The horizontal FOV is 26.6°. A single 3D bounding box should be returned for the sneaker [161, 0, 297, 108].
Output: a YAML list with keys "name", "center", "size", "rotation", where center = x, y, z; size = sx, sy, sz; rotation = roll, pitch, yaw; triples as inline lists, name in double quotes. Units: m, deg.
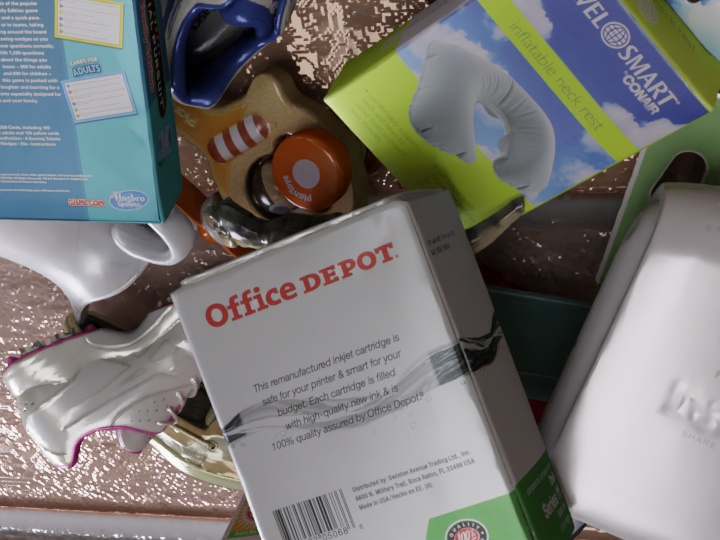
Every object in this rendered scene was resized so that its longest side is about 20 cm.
- name: "sneaker"
  center: [-0.047, -0.171, 0.831]
  size: [0.075, 0.088, 0.200]
  rotation: [18, 128, -28]

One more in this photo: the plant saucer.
- name: "plant saucer"
  center: [0.088, 0.040, 0.919]
  size: [0.198, 0.070, 0.019]
  rotation: [9, 152, -2]

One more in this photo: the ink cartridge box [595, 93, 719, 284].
- name: "ink cartridge box"
  center: [0.251, -0.029, 0.872]
  size: [0.199, 0.048, 0.146]
  rotation: [18, 125, 7]

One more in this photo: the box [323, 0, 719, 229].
- name: "box"
  center: [0.091, -0.102, 0.794]
  size: [0.200, 0.048, 0.122]
  rotation: [-30, 112, 39]

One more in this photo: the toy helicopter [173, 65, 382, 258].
- name: "toy helicopter"
  center: [-0.086, -0.076, 0.936]
  size: [0.199, 0.079, 0.133]
  rotation: [35, 124, 9]

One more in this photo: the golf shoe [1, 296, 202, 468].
- name: "golf shoe"
  center: [-0.129, 0.066, 0.996]
  size: [0.199, 0.075, 0.092]
  rotation: [-19, 84, -1]

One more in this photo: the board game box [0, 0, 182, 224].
- name: "board game box"
  center: [-0.181, -0.125, 0.807]
  size: [0.150, 0.047, 0.201]
  rotation: [2, 119, 8]

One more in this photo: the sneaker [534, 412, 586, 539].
- name: "sneaker"
  center: [0.147, 0.100, 0.975]
  size: [0.087, 0.074, 0.200]
  rotation: [39, 124, -2]

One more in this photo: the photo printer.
- name: "photo printer"
  center: [0.200, 0.060, 0.836]
  size: [0.165, 0.069, 0.201]
  rotation: [23, 104, -2]

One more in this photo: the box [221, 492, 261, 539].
- name: "box"
  center: [-0.018, 0.255, 1.105]
  size: [0.112, 0.102, 0.201]
  rotation: [-7, 120, 20]

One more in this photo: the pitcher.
- name: "pitcher"
  center: [-0.199, -0.065, 0.928]
  size: [0.200, 0.122, 0.171]
  rotation: [44, 150, -18]

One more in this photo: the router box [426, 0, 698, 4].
- name: "router box"
  center: [0.130, -0.197, 0.790]
  size: [0.149, 0.062, 0.200]
  rotation: [33, 125, -5]

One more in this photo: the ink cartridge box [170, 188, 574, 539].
- name: "ink cartridge box"
  center: [0.008, 0.073, 0.802]
  size: [0.146, 0.083, 0.201]
  rotation: [-20, 91, 21]

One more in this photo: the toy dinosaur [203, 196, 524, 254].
- name: "toy dinosaur"
  center: [0.000, 0.000, 0.866]
  size: [0.199, 0.048, 0.089]
  rotation: [1, 125, 21]

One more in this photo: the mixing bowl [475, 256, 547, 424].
- name: "mixing bowl"
  center: [0.031, 0.096, 0.953]
  size: [0.199, 0.201, 0.109]
  rotation: [22, 153, 2]

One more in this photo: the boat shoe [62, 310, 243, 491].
- name: "boat shoe"
  center: [-0.116, 0.088, 1.047]
  size: [0.200, 0.073, 0.063]
  rotation: [25, 131, 9]
